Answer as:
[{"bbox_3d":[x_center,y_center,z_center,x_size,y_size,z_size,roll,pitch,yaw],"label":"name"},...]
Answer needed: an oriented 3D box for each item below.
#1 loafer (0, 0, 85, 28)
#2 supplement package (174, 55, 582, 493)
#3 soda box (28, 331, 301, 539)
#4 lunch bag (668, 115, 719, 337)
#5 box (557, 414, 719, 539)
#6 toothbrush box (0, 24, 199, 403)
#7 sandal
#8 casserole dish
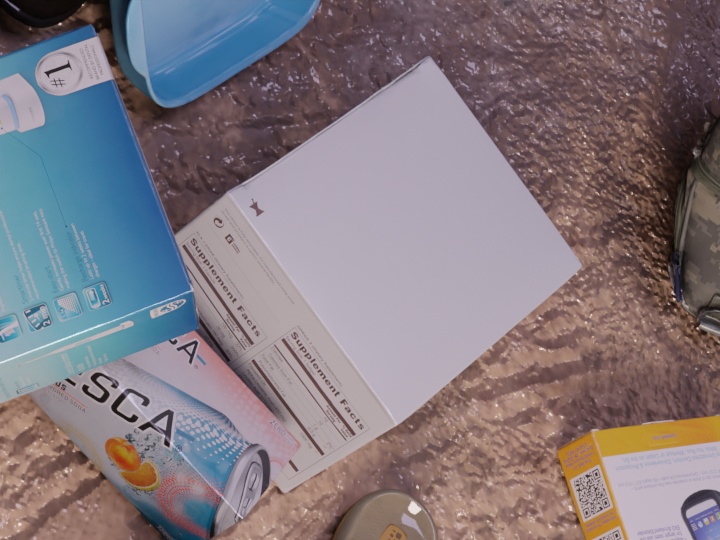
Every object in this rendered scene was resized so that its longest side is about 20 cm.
[{"bbox_3d":[-0.153,-0.217,1.406,0.073,0.071,0.200,43,46,-11],"label":"loafer"},{"bbox_3d":[0.000,0.000,1.379,0.156,0.111,0.200,54,46,-1],"label":"supplement package"},{"bbox_3d":[-0.129,0.051,1.279,0.200,0.064,0.068,47,46,-7],"label":"soda box"},{"bbox_3d":[0.293,-0.061,1.613,0.139,0.168,0.200,30,43,11],"label":"lunch bag"},{"bbox_3d":[0.202,0.191,1.484,0.119,0.041,0.201,-2,70,-40],"label":"box"},{"bbox_3d":[-0.196,-0.011,1.178,0.199,0.085,0.147,-21,77,-8],"label":"toothbrush box"},{"bbox_3d":[0.005,0.195,1.311,0.080,0.054,0.200,37,48,-17],"label":"sandal"},{"bbox_3d":[-0.086,-0.176,1.424,0.200,0.039,0.121,-38,135,-43],"label":"casserole dish"}]
